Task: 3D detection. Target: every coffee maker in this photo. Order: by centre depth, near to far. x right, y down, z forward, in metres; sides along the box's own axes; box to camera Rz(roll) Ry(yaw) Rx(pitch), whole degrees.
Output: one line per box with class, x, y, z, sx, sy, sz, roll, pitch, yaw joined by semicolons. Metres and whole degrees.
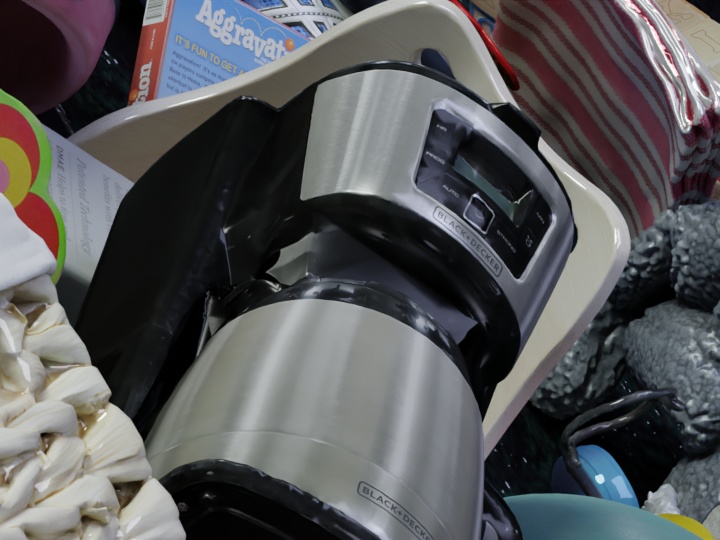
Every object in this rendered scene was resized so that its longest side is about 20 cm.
coffee maker;-0.041;0.053;0.791;0.200;0.192;0.135;-72;143;-52

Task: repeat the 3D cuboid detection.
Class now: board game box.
board game box;-0.020;-0.041;1.199;0.200;0.019;0.103;26;67;-42

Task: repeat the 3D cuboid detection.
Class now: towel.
towel;0.104;-0.074;1.307;0.146;0.030;0.200;55;-20;20

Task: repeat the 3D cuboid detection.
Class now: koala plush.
koala plush;0.174;0.087;1.249;0.177;0.184;0.200;20;59;-21

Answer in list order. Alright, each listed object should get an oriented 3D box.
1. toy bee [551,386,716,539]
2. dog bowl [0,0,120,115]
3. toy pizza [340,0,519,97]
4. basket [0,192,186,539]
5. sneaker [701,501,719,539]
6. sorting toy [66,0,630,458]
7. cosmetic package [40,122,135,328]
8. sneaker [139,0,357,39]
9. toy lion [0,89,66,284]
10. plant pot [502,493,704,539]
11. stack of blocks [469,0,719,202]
toy bee;0.070;0.121;1.017;0.200;0.131;0.109;68;0;-81
dog bowl;-0.164;-0.104;0.907;0.200;0.200;0.074;21;64;-48
toy pizza;0.021;-0.118;1.329;0.200;0.032;0.200;48;-5;6
basket;-0.143;0.090;0.624;0.123;0.200;0.136;56;24;6
sneaker;0.123;0.154;1.094;0.088;0.075;0.200;34;46;-16
sorting toy;0.000;0.000;1.032;0.200;0.180;0.107;54;24;11
cosmetic package;-0.105;0.019;0.919;0.200;0.102;0.074;34;28;-33
sneaker;-0.039;-0.104;1.250;0.200;0.076;0.077;39;26;-26
toy lion;-0.175;0.002;0.766;0.192;0.069;0.200;50;61;-30
plant pot;0.063;0.162;0.885;0.201;0.201;0.161;39;18;-22
stack of blocks;0.135;-0.072;1.378;0.059;0.115;0.200;-26;45;-26
